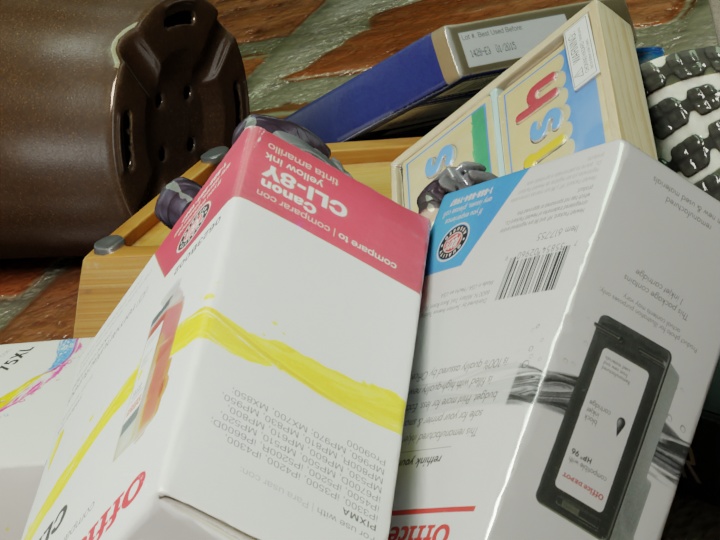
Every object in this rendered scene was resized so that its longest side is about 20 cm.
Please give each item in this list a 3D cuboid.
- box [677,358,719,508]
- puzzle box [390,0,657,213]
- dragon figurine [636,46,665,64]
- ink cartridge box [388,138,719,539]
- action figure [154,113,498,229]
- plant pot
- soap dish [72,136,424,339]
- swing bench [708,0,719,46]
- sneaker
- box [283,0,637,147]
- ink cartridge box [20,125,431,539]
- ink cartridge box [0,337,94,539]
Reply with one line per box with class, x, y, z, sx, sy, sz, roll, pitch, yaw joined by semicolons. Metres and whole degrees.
box;0.187;0.024;0.840;0.200;0.044;0.160;-28;24;-26
puzzle box;0.067;-0.007;0.854;0.133;0.025;0.200;-38;35;31
dragon figurine;0.140;-0.077;1.070;0.099;0.059;0.200;-45;20;-31
ink cartridge box;0.050;0.065;0.705;0.116;0.068;0.200;-16;48;59
action figure;0.000;0.000;0.856;0.130;0.069;0.200;-51;44;1
plant pot;-0.185;-0.088;1.216;0.198;0.201;0.200;5;29;27
soap dish;-0.029;-0.005;1.022;0.200;0.081;0.157;-2;26;31
swing bench;0.269;-0.147;0.984;0.200;0.199;0.130;-20;22;-6
sneaker;0.142;-0.044;0.928;0.088;0.077;0.200;-14;-15;-37
box;0.037;-0.092;1.090;0.121;0.032;0.200;-15;-6;-36
ink cartridge box;-0.053;0.068;0.716;0.145;0.083;0.200;-50;18;33
ink cartridge box;-0.148;0.085;0.910;0.200;0.067;0.116;-6;24;28
